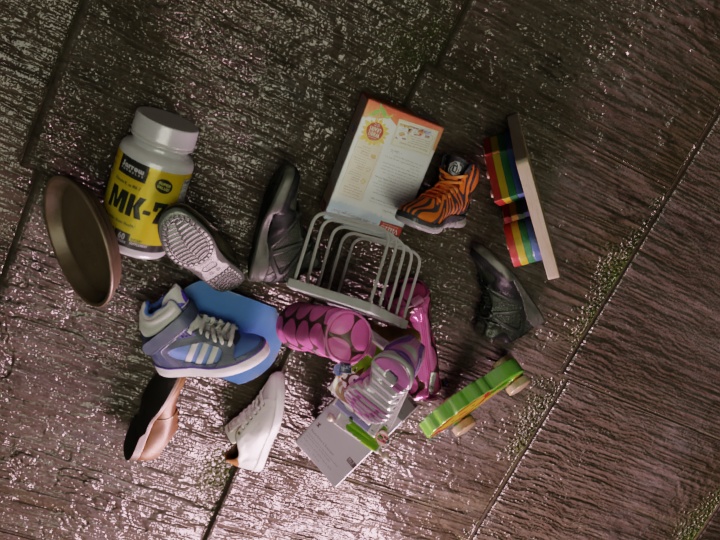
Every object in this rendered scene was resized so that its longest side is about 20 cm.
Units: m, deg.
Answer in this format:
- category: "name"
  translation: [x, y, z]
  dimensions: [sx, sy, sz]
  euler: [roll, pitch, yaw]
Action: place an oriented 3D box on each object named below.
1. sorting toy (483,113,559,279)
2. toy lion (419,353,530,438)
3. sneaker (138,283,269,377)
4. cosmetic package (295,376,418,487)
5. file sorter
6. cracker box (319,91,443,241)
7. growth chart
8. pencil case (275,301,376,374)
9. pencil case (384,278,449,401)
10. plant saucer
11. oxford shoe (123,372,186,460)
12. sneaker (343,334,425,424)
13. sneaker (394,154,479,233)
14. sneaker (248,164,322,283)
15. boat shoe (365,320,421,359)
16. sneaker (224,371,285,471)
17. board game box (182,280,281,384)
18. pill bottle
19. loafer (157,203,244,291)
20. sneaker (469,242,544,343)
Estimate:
- category: "sorting toy"
  translation: [0.247, -0.113, 1.321]
  dimensions: [0.068, 0.200, 0.203]
  euler: [-15, 116, 14]
- category: "toy lion"
  translation: [0.193, 0.220, 1.453]
  dimensions: [0.199, 0.192, 0.069]
  euler: [-38, 73, 6]
- category: "sneaker"
  translation: [-0.253, 0.088, 1.330]
  dimensions: [0.196, 0.081, 0.149]
  euler: [-7, 120, 6]
- category: "cosmetic package"
  translation: [-0.006, 0.262, 1.443]
  dimensions: [0.113, 0.081, 0.201]
  euler: [45, 119, 10]
- category: "file sorter"
  translation: [0.000, 0.000, 1.288]
  dimensions: [0.136, 0.200, 0.127]
  euler: [15, 85, 20]
- category: "cracker box"
  translation: [0.030, -0.161, 1.330]
  dimensions: [0.132, 0.058, 0.203]
  euler: [17, 108, -18]
- category: "growth chart"
  translation: [0.012, 0.192, 1.358]
  dimensions: [0.143, 0.018, 0.203]
  euler: [26, 115, 18]
- category: "pencil case"
  translation: [-0.057, 0.099, 1.312]
  dimensions: [0.092, 0.199, 0.092]
  euler: [20, 85, -27]
- category: "pencil case"
  translation: [0.094, 0.121, 1.434]
  dimensions: [0.089, 0.094, 0.203]
  euler: [-16, 115, -9]
- category: "plant saucer"
  translation: [-0.409, -0.045, 1.242]
  dimensions: [0.029, 0.198, 0.204]
  euler: [-24, 121, -39]
- category: "oxford shoe"
  translation: [-0.336, 0.241, 1.435]
  dimensions: [0.070, 0.072, 0.202]
  euler: [15, 116, -35]
- category: "sneaker"
  translation: [0.043, 0.162, 1.282]
  dimensions: [0.080, 0.089, 0.201]
  euler: [39, 141, 2]
- category: "sneaker"
  translation: [0.122, -0.125, 1.313]
  dimensions: [0.077, 0.199, 0.114]
  euler: [24, 109, 23]
- category: "sneaker"
  translation: [-0.106, -0.068, 1.328]
  dimensions: [0.112, 0.077, 0.203]
  euler: [9, 114, -16]
- category: "boat shoe"
  translation: [0.013, 0.128, 1.390]
  dimensions: [0.070, 0.197, 0.071]
  euler: [-32, 121, -45]
- category: "sneaker"
  translation: [-0.187, 0.263, 1.460]
  dimensions: [0.083, 0.073, 0.203]
  euler: [13, 111, -18]
- category: "board game box"
  translation: [-0.229, 0.098, 1.404]
  dimensions: [0.197, 0.039, 0.160]
  euler: [21, 112, -12]
- category: "pill bottle"
  translation: [-0.314, -0.130, 1.248]
  dimensions: [0.112, 0.115, 0.203]
  euler: [16, 109, -17]
- category: "loafer"
  translation: [-0.247, -0.041, 1.278]
  dimensions: [0.074, 0.070, 0.201]
  euler: [-26, 143, 4]
- category: "sneaker"
  translation: [0.227, 0.050, 1.446]
  dimensions: [0.114, 0.076, 0.200]
  euler: [-38, 120, 0]
